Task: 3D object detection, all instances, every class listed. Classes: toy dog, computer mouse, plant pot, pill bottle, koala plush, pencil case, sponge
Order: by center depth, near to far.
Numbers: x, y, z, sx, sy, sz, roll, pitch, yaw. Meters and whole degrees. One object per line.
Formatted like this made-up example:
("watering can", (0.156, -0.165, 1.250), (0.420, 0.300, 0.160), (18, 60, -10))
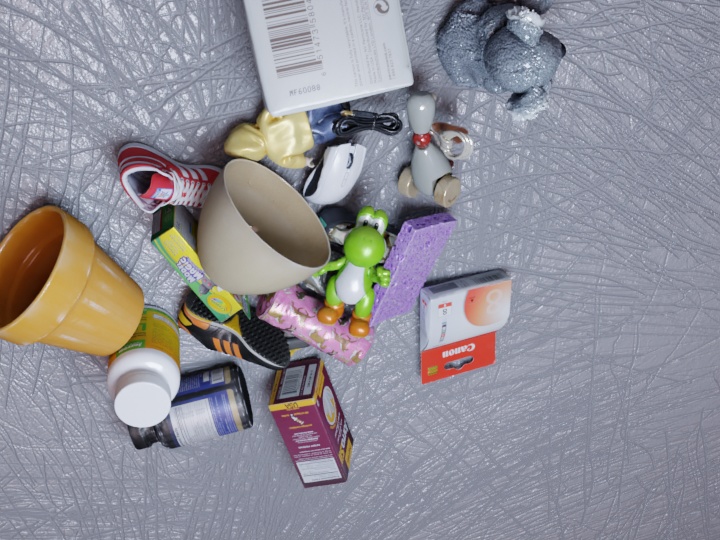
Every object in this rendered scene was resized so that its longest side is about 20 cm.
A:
("koala plush", (0.216, -0.307, 1.197), (0.182, 0.200, 0.179), (-9, 120, -8))
("plant pot", (-0.161, -0.043, 1.229), (0.200, 0.201, 0.134), (37, 116, -27))
("plant pot", (-0.431, 0.035, 1.256), (0.200, 0.201, 0.183), (-42, 134, 11))
("computer mouse", (-0.022, -0.159, 1.274), (0.109, 0.044, 0.200), (-4, 144, -34))
("toy dog", (0.117, -0.191, 1.296), (0.131, 0.096, 0.201), (34, 146, 12))
("pill bottle", (-0.338, 0.150, 1.320), (0.110, 0.200, 0.112), (-5, 119, -10))
("sponge", (0.078, -0.001, 1.383), (0.111, 0.030, 0.201), (-15, 138, -46))
("pencil case", (-0.075, 0.082, 1.388), (0.199, 0.086, 0.083), (29, 81, -21))
("pill bottle", (-0.289, 0.237, 1.429), (0.198, 0.112, 0.113), (-14, 120, -4))

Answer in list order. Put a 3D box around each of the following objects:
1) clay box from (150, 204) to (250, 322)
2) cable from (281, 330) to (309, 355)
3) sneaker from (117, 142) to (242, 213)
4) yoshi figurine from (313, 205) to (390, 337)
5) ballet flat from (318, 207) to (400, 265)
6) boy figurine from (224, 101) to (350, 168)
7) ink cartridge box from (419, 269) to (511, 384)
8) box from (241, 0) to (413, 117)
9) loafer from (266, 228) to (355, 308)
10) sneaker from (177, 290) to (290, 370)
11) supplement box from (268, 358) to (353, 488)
("clay box", (-0.244, -0.008, 1.305), (0.047, 0.115, 0.201), (-31, 120, 7))
("cable", (-0.083, 0.106, 1.460), (0.198, 0.050, 0.098), (-4, 102, -24))
("sneaker", (-0.262, -0.120, 1.241), (0.198, 0.113, 0.072), (18, 112, -20))
("yoshi figurine", (-0.008, 0.004, 1.275), (0.112, 0.112, 0.202), (-2, 120, -32))
("ballet flat", (0.020, -0.043, 1.373), (0.199, 0.073, 0.073), (21, 112, -22))
("boy figurine", (-0.105, -0.205, 1.260), (0.198, 0.065, 0.125), (-21, 121, 0))
("ink cartridge box", (0.183, 0.109, 1.485), (0.161, 0.050, 0.202), (-13, 117, -19))
("box", (-0.051, -0.324, 1.121), (0.198, 0.171, 0.201), (-13, 104, -6))
("loafer", (-0.071, -0.008, 1.375), (0.199, 0.070, 0.076), (36, 85, -22))
("sneaker", (-0.210, 0.110, 1.394), (0.199, 0.070, 0.090), (32, 136, -10))
("supplement box", (-0.084, 0.270, 1.484), (0.085, 0.111, 0.201), (-11, 121, 14))
